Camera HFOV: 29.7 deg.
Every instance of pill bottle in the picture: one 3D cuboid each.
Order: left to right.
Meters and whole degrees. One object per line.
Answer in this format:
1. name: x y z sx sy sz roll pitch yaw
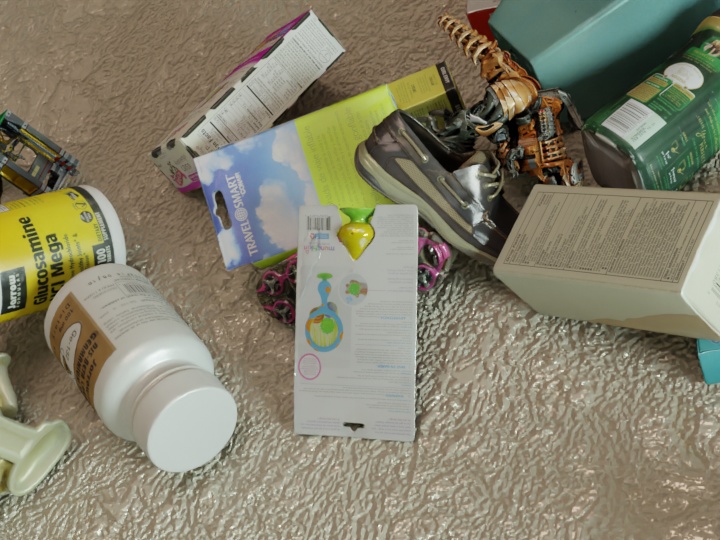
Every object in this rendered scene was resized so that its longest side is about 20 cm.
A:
1. pill bottle: -0.340 -0.010 1.328 0.199 0.113 0.112 -18 37 -36
2. pill bottle: -0.198 0.089 1.232 0.114 0.115 0.200 -39 47 -10

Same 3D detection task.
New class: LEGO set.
1. LEGO set: -0.394 -0.069 1.487 0.153 0.116 0.201 -30 33 41

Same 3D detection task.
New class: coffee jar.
1. coffee jar: 0.295 -0.147 1.211 0.200 0.105 0.085 -40 50 -11

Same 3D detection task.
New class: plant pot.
1. plant pot: 0.235 -0.245 1.299 0.199 0.142 0.141 -34 46 -2

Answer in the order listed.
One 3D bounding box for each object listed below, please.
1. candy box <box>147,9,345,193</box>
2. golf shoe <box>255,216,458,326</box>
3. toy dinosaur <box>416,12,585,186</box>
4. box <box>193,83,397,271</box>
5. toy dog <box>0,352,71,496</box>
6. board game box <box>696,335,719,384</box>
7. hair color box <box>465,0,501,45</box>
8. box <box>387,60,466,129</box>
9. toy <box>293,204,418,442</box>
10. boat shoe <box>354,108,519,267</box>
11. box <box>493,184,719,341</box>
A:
1. candy box: -0.120 -0.173 1.413 0.200 0.061 0.136 -47 14 -17
2. golf shoe: 0.000 0.000 1.259 0.199 0.073 0.092 -14 15 20
3. toy dinosaur: 0.131 -0.142 1.260 0.135 0.102 0.201 -31 68 26
4. box: -0.046 -0.084 1.290 0.199 0.048 0.123 -20 80 8
5. toy dog: -0.397 0.149 1.279 0.200 0.139 0.195 33 98 40
6. board game box: 0.366 0.004 1.088 0.199 0.047 0.152 -10 49 17
7. hair color box: 0.175 -0.330 1.449 0.110 0.064 0.201 -10 48 18
8. box: 0.009 -0.133 1.353 0.199 0.075 0.050 -23 45 7
9. toy: 0.002 0.043 1.187 0.114 0.047 0.202 1 93 25
10. boat shoe: 0.091 -0.070 1.193 0.073 0.199 0.075 -56 7 27
11. box: 0.215 -0.010 1.104 0.199 0.078 0.095 9 66 51
